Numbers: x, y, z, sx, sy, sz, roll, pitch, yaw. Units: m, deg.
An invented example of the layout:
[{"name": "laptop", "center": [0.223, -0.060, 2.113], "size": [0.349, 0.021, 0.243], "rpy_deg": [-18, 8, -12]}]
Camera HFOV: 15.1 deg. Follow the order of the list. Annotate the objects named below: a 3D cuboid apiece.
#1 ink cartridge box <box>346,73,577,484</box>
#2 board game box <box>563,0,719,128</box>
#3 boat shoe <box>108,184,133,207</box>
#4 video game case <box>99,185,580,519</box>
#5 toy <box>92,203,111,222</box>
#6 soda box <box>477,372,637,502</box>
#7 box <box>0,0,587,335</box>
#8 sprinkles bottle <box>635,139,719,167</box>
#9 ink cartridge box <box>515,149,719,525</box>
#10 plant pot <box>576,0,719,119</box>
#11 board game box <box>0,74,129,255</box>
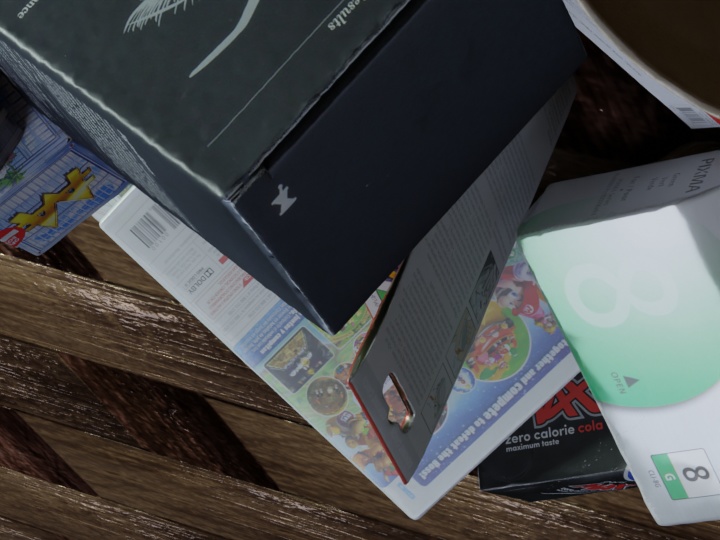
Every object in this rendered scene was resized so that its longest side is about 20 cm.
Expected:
[{"name": "ink cartridge box", "center": [0.026, -0.026, 1.106], "size": [0.050, 0.200, 0.109], "rpy_deg": [16, 158, 22]}, {"name": "board game box", "center": [0.111, -0.121, 1.008], "size": [0.200, 0.035, 0.126], "rpy_deg": [38, 158, -31]}, {"name": "boat shoe", "center": [-0.097, -0.076, 1.243], "size": [0.202, 0.074, 0.065], "rpy_deg": [45, 154, -27]}, {"name": "video game case", "center": [0.000, 0.000, 1.215], "size": [0.200, 0.018, 0.143], "rpy_deg": [43, 114, -4]}, {"name": "toy", "center": [-0.142, -0.079, 1.317], "size": [0.200, 0.047, 0.115], "rpy_deg": [43, 168, -26]}, {"name": "soda box", "center": [0.153, 0.059, 1.242], "size": [0.200, 0.071, 0.063], "rpy_deg": [-11, 166, 24]}, {"name": "box", "center": [-0.043, -0.097, 1.004], "size": [0.200, 0.148, 0.104], "rpy_deg": [38, 171, 35]}, {"name": "sprinkles bottle", "center": [0.115, -0.007, 1.247], "size": [0.068, 0.068, 0.200], "rpy_deg": [31, 159, -15]}, {"name": "ink cartridge box", "center": [0.184, 0.022, 1.109], "size": [0.200, 0.050, 0.161], "rpy_deg": [-10, 121, 33]}, {"name": "plant pot", "center": [0.139, -0.143, 0.739], "size": [0.200, 0.200, 0.134], "rpy_deg": [26, -164, -4]}, {"name": "board game box", "center": [-0.180, -0.086, 1.117], "size": [0.200, 0.062, 0.200], "rpy_deg": [50, -170, -12]}]
